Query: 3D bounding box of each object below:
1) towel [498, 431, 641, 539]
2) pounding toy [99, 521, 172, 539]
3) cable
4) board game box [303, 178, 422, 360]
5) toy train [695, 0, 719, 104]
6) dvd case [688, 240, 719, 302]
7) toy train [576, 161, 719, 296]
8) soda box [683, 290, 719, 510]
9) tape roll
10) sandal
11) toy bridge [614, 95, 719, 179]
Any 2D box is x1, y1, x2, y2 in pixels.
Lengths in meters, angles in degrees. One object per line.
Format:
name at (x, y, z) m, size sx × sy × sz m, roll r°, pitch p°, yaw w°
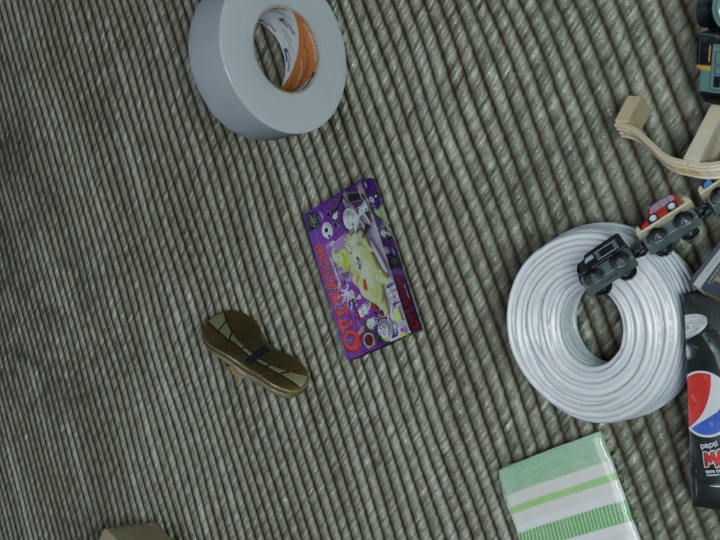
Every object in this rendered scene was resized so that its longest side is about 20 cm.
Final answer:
towel at (0.235, 0.289, 1.120) m, size 0.152 × 0.023 × 0.201 m, roll -30°, pitch 72°, yaw 41°
pounding toy at (-0.342, 0.515, 1.632) m, size 0.184 × 0.142 × 0.201 m, roll 31°, pitch 105°, yaw 37°
cable at (0.242, 0.051, 1.052) m, size 0.200 × 0.069 × 0.200 m, roll 51°, pitch 126°, yaw 27°
board game box at (0.000, 0.000, 1.311) m, size 0.120 × 0.032 × 0.201 m, roll -29°, pitch 75°, yaw 46°
toy train at (0.380, -0.190, 0.890) m, size 0.199 × 0.085 × 0.115 m, roll 16°, pitch 119°, yaw 39°
dvd case at (0.374, -0.014, 0.853) m, size 0.149 × 0.016 × 0.200 m, roll -53°, pitch 26°, yaw 5°
toy train at (0.288, -0.045, 0.971) m, size 0.199 × 0.034 × 0.046 m, roll -34°, pitch 45°, yaw 12°
soda box at (0.344, 0.116, 0.960) m, size 0.063 × 0.070 × 0.202 m, roll 0°, pitch 94°, yaw 47°
tape roll at (-0.109, -0.261, 1.266) m, size 0.066 × 0.199 × 0.202 m, roll -4°, pitch 92°, yaw 45°
sandal at (-0.149, 0.124, 1.445) m, size 0.200 × 0.080 × 0.054 m, roll 34°, pitch 138°, yaw 32°
toy bridge at (0.319, -0.117, 0.957) m, size 0.199 × 0.027 × 0.067 m, roll 19°, pitch 73°, yaw 45°
